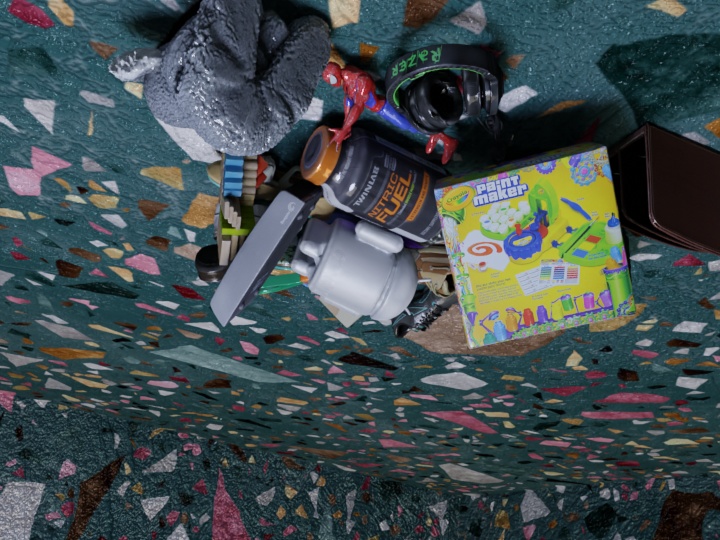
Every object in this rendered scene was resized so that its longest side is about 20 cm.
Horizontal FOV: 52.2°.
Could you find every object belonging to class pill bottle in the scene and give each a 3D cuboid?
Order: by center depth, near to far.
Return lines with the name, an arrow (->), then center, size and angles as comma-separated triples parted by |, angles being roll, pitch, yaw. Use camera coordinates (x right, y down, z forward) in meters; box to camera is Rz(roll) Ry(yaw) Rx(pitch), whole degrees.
pill bottle -> 0.020, -0.118, 0.965 | 0.197, 0.109, 0.106 | 20, 152, -28

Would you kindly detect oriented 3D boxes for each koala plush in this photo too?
koala plush -> -0.164, -0.203, 0.777 | 0.197, 0.188, 0.176 | 0, 157, 42

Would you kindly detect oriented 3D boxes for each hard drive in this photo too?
hard drive -> -0.124, -0.029, 0.977 | 0.042, 0.135, 0.201 | 35, 109, 0

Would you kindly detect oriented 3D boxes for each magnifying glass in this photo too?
magnifying glass -> -0.110, 0.014, 1.167 | 0.196, 0.023, 0.079 | -10, 172, 20

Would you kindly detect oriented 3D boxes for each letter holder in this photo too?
letter holder -> 0.406, -0.071, 0.928 | 0.196, 0.145, 0.100 | 15, 154, -20

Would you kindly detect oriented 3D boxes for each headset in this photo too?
headset -> 0.110, -0.183, 0.818 | 0.122, 0.096, 0.198 | -12, 166, 35

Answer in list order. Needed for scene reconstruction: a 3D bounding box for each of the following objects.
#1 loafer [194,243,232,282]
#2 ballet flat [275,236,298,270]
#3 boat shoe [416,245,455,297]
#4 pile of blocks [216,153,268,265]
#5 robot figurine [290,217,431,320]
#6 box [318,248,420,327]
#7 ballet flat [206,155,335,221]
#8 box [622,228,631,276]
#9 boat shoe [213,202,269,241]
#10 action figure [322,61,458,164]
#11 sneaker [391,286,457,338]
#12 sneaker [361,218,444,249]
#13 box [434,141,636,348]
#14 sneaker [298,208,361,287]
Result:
loafer -> -0.205, -0.007, 1.181 | 0.071, 0.073, 0.200 | 5, -167, 12
ballet flat -> -0.127, -0.035, 1.167 | 0.073, 0.076, 0.200 | 13, 177, -15
boat shoe -> 0.139, 0.003, 1.234 | 0.196, 0.075, 0.075 | -10, 151, 32
pile of blocks -> -0.152, -0.107, 0.967 | 0.061, 0.204, 0.082 | 0, -158, -17
robot figurine -> 0.000, 0.000, 1.066 | 0.197, 0.114, 0.171 | 23, 136, -8
box -> 0.011, 0.012, 1.235 | 0.078, 0.095, 0.200 | 44, 148, 0
ballet flat -> -0.119, -0.130, 1.047 | 0.197, 0.069, 0.063 | 17, 126, -27
box -> 0.279, -0.027, 1.082 | 0.196, 0.127, 0.196 | -8, 154, 29
boat shoe -> -0.157, -0.061, 1.111 | 0.073, 0.067, 0.198 | 16, 175, -39
action figure -> 0.019, -0.168, 0.870 | 0.198, 0.100, 0.065 | 29, -172, -37
sneaker -> 0.131, 0.073, 1.383 | 0.074, 0.081, 0.198 | 23, 149, -33
sneaker -> 0.033, -0.076, 1.096 | 0.198, 0.071, 0.099 | 24, 152, -33
box -> 0.205, -0.034, 0.888 | 0.195, 0.197, 0.122 | -12, -170, 10
sneaker -> -0.052, -0.038, 1.184 | 0.072, 0.084, 0.200 | 16, 153, -16
